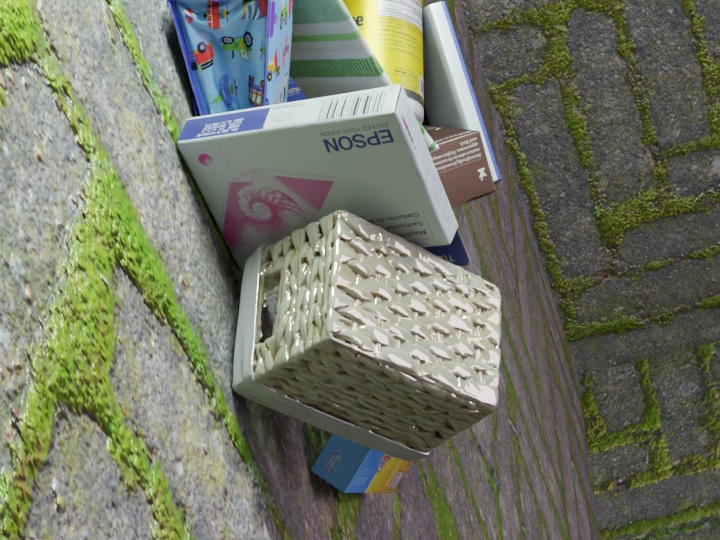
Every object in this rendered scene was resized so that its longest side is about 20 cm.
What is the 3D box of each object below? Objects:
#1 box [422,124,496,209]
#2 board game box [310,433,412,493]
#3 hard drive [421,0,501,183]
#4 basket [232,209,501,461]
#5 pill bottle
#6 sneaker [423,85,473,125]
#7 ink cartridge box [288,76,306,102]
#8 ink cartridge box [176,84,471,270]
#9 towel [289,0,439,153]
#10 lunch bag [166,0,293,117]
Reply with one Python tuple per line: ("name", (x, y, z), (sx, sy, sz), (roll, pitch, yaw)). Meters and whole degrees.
("box", (0.063, -0.108, 1.653), (0.200, 0.099, 0.076), (-153, -135, -72))
("board game box", (0.032, 0.141, 1.474), (0.154, 0.040, 0.200), (-59, 164, 1))
("hard drive", (0.100, -0.182, 1.689), (0.132, 0.025, 0.202), (144, -71, -77))
("basket", (0.011, 0.054, 1.259), (0.199, 0.123, 0.137), (24, 55, -31))
("pill bottle", (0.011, -0.249, 1.633), (0.112, 0.111, 0.202), (42, 45, -69))
("sneaker", (0.054, -0.167, 1.806), (0.071, 0.199, 0.083), (54, 29, -7))
("ink cartridge box", (-0.049, -0.160, 1.680), (0.120, 0.042, 0.202), (-74, 146, -68))
("ink cartridge box", (-0.027, -0.054, 1.270), (0.044, 0.194, 0.201), (-74, 148, -45))
("towel", (-0.019, -0.189, 1.474), (0.023, 0.152, 0.201), (-48, 122, -23))
("lunch bag", (-0.099, -0.162, 1.363), (0.151, 0.093, 0.202), (-76, 160, -71))
